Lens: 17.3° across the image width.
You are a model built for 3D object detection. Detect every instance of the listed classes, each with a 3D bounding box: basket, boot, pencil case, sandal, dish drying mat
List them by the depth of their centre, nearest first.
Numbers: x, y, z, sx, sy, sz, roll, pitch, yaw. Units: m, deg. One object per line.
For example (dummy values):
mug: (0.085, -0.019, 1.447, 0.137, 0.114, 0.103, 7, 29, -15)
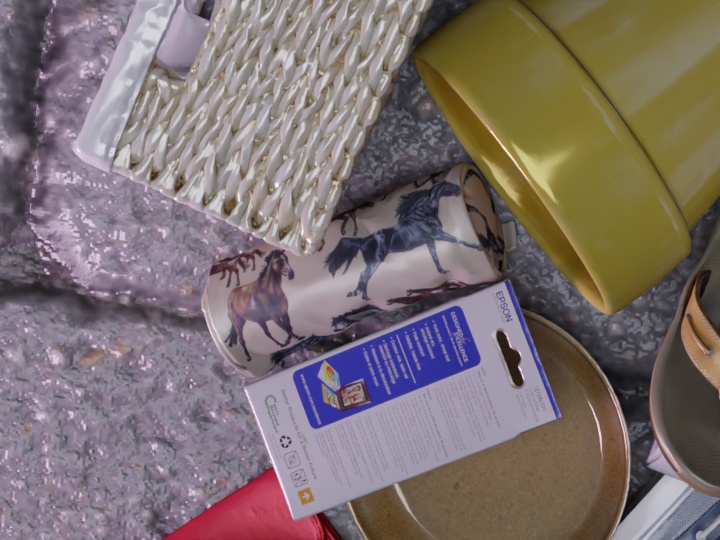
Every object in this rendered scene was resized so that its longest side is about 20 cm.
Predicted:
sandal: (0.225, 0.034, 1.406, 0.080, 0.054, 0.201, 18, 81, 2)
basket: (-0.053, -0.140, 1.428, 0.160, 0.200, 0.199, 26, 106, -1)
pencil case: (0.000, 0.000, 1.516, 0.199, 0.089, 0.078, -22, 71, 12)
boot: (0.186, 0.209, 1.538, 0.090, 0.073, 0.200, 42, 104, 3)
dish drying mat: (-0.110, 0.212, 1.610, 0.199, 0.018, 0.077, -34, 96, 14)

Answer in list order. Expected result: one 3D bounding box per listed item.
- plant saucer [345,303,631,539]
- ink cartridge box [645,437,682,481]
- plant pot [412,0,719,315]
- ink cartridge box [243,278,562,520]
plant saucer: (0.082, 0.118, 1.535, 0.199, 0.035, 0.202, 2, 95, 20)
ink cartridge box: (0.295, 0.087, 1.468, 0.199, 0.084, 0.147, 22, 81, 3)
plant pot: (0.162, -0.108, 1.419, 0.189, 0.201, 0.201, -38, 96, -2)
ink cartridge box: (0.029, 0.083, 1.514, 0.199, 0.037, 0.095, -23, 85, 23)
